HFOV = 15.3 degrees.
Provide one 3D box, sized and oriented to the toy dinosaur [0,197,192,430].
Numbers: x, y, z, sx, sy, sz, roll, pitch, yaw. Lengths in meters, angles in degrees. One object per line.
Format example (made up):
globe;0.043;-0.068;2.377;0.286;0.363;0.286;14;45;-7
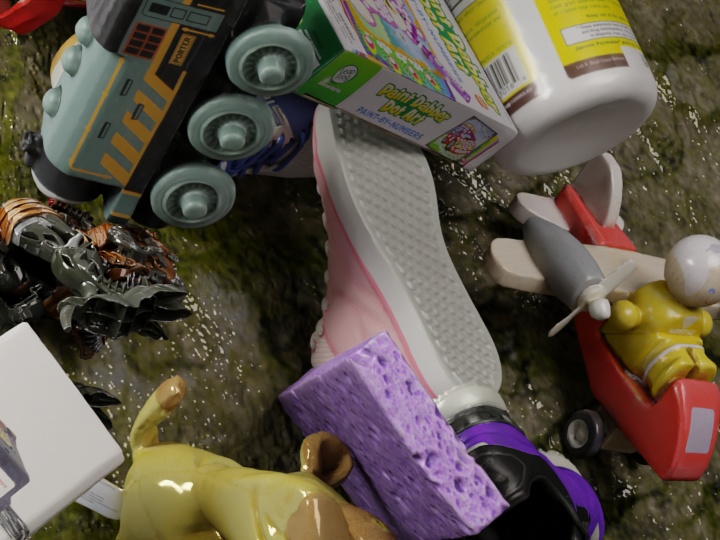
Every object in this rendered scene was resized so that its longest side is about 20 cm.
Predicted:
toy dinosaur;-0.168;0.010;1.409;0.199;0.102;0.136;-12;49;-33

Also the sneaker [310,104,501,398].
sneaker;0.000;0.000;1.545;0.075;0.104;0.201;-16;82;-46

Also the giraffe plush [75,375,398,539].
giraffe plush;-0.048;0.156;1.383;0.162;0.173;0.200;13;26;-51

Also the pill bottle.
pill bottle;0.096;-0.167;1.638;0.109;0.109;0.201;-2;62;-45

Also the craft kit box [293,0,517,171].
craft kit box;-0.012;-0.165;1.533;0.197;0.048;0.201;23;35;-59

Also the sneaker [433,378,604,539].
sneaker;0.097;0.145;1.520;0.100;0.069;0.200;57;8;35

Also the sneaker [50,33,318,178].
sneaker;-0.084;-0.073;1.534;0.199;0.075;0.088;10;43;-28

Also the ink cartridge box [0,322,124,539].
ink cartridge box;-0.223;0.124;1.215;0.085;0.145;0.200;54;40;-1

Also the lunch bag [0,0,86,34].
lunch bag;-0.157;-0.212;1.460;0.082;0.200;0.177;22;85;-33

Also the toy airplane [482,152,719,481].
toy airplane;0.178;0.010;1.690;0.199;0.141;0.200;46;41;-10

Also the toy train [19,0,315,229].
toy train;-0.100;-0.102;1.389;0.113;0.200;0.086;13;45;-22

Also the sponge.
sponge;0.014;0.095;1.444;0.030;0.200;0.112;-37;91;-15
